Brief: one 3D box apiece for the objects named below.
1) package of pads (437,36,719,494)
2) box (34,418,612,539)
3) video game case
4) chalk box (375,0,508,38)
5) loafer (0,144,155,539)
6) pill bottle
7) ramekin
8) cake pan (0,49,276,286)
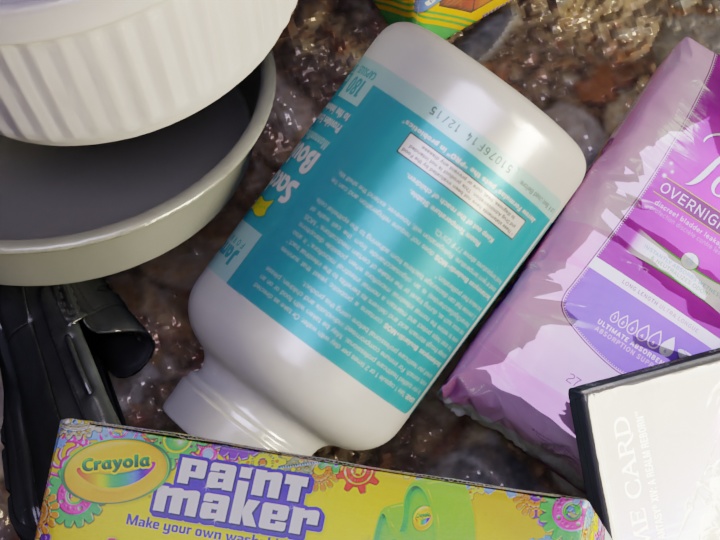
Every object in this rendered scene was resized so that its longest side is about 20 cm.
[{"bbox_3d":[0.136,0.010,1.150,0.120,0.076,0.200,35,80,3],"label":"package of pads"},{"bbox_3d":[-0.007,0.147,0.991,0.199,0.193,0.122,8,75,15],"label":"box"},{"bbox_3d":[0.192,0.097,1.112,0.199,0.019,0.143,-13,98,-19],"label":"video game case"},{"bbox_3d":[0.046,-0.202,1.123,0.125,0.200,0.124,-30,80,-7],"label":"chalk box"},{"bbox_3d":[-0.125,0.034,1.133,0.070,0.068,0.201,-14,64,3],"label":"loafer"},{"bbox_3d":[0.000,0.000,1.124,0.111,0.111,0.200,36,89,7],"label":"pill bottle"},{"bbox_3d":[-0.116,-0.140,1.102,0.202,0.094,0.203,-8,44,8],"label":"ramekin"},{"bbox_3d":[-0.135,-0.065,1.136,0.200,0.037,0.201,-3,44,3],"label":"cake pan"}]
